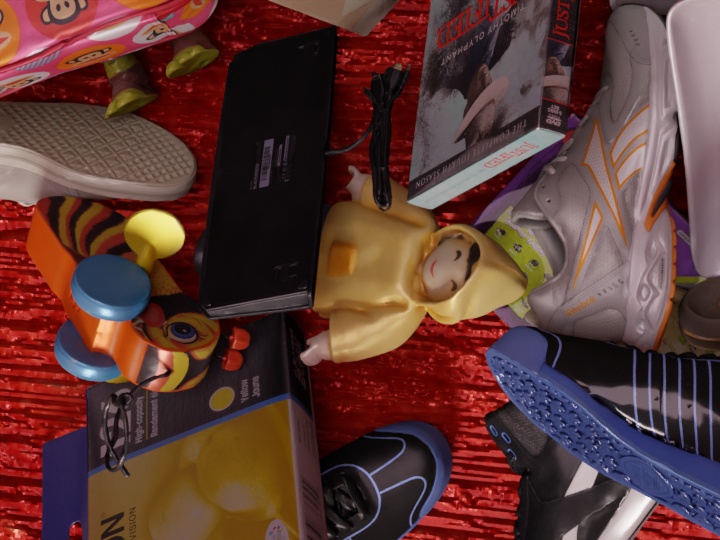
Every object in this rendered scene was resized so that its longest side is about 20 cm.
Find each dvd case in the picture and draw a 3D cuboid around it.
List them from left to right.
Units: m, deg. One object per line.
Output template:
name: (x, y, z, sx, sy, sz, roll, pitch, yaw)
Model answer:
dvd case: (0.078, -0.147, 0.977, 0.022, 0.146, 0.201, 15, 71, -23)

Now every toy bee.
toy bee: (-0.128, 0.037, 1.054, 0.131, 0.108, 0.201, -46, 52, 51)

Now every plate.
plate: (0.267, -0.091, 0.940, 0.199, 0.200, 0.032, -11, 44, 6)

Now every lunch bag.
lunch bag: (-0.195, -0.205, 1.040, 0.199, 0.082, 0.177, -20, 86, 4)

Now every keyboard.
keyboard: (-0.030, -0.064, 1.040, 0.127, 0.021, 0.201, -10, 55, 21)

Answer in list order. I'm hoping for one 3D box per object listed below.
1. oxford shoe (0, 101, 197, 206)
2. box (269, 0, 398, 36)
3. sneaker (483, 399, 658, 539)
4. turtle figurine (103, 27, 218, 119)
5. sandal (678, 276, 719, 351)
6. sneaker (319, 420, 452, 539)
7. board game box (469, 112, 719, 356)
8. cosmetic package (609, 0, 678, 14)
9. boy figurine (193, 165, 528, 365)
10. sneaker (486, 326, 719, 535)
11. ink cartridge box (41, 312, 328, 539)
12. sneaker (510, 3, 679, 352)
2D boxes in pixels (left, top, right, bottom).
oxford shoe: (-0.200, -0.068, 1.124, 0.199, 0.075, 0.058, 7, 130, 8)
box: (-0.028, -0.199, 0.996, 0.095, 0.200, 0.078, 44, 101, 11)
sneaker: (0.105, 0.138, 1.031, 0.112, 0.073, 0.200, 38, 110, 17)
turtle figurine: (-0.170, -0.180, 1.107, 0.199, 0.064, 0.162, -29, 88, 6)
sandal: (0.263, -0.009, 0.950, 0.199, 0.082, 0.055, -14, 110, 27)
sneaker: (-0.034, 0.160, 1.069, 0.200, 0.078, 0.070, -35, 82, 14)
board game box: (0.158, 0.018, 1.039, 0.200, 0.032, 0.120, 46, 106, 9)
cosmetic package: (0.233, -0.196, 0.963, 0.199, 0.113, 0.082, 4, 75, 18)
boy figurine: (0.000, 0.000, 1.040, 0.199, 0.064, 0.125, 12, 74, 29)
sneaker: (0.165, 0.074, 0.930, 0.200, 0.070, 0.078, 31, 67, 22)
ink cartridge box: (-0.118, 0.139, 1.054, 0.199, 0.047, 0.198, -21, 47, 13)
sneaker: (0.131, -0.056, 0.987, 0.091, 0.076, 0.201, 3, 76, 5)
